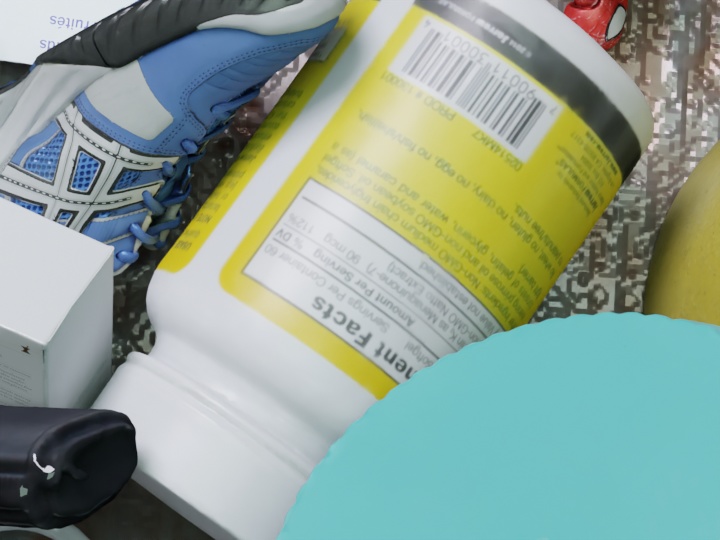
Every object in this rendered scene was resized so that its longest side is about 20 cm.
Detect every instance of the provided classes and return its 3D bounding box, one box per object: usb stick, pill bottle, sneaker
[{"bbox_3d":[-0.159,0.058,0.832,0.200,0.055,0.033,1,109,35],"label":"usb stick"},{"bbox_3d":[0.000,0.000,0.865,0.114,0.114,0.200,35,81,4],"label":"pill bottle"},{"bbox_3d":[-0.076,-0.046,0.865,0.200,0.076,0.077,-28,94,35],"label":"sneaker"}]

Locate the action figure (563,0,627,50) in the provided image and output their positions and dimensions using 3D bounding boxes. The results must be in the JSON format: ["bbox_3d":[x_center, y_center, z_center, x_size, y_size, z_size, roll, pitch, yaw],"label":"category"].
[{"bbox_3d":[0.121,-0.171,0.912,0.099,0.065,0.200,7,106,-17],"label":"action figure"}]

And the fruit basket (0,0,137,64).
[{"bbox_3d":[-0.153,-0.179,0.903,0.185,0.094,0.200,9,83,0],"label":"fruit basket"}]

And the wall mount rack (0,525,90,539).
[{"bbox_3d":[-0.170,0.161,0.857,0.200,0.075,0.174,-15,78,-4],"label":"wall mount rack"}]

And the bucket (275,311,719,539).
[{"bbox_3d":[0.077,0.120,0.779,0.207,0.135,0.207,-15,43,15],"label":"bucket"}]

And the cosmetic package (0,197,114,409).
[{"bbox_3d":[-0.179,-0.008,0.857,0.200,0.083,0.051,24,55,12],"label":"cosmetic package"}]

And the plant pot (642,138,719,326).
[{"bbox_3d":[0.204,0.011,0.855,0.200,0.142,0.200,0,80,-2],"label":"plant pot"}]
